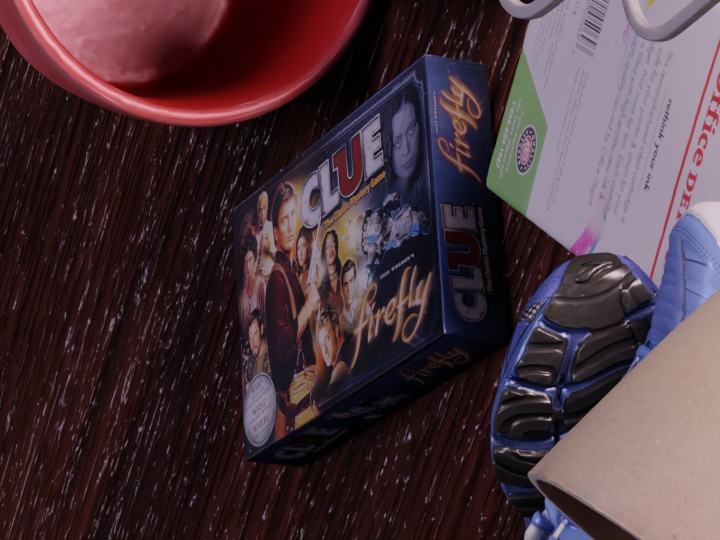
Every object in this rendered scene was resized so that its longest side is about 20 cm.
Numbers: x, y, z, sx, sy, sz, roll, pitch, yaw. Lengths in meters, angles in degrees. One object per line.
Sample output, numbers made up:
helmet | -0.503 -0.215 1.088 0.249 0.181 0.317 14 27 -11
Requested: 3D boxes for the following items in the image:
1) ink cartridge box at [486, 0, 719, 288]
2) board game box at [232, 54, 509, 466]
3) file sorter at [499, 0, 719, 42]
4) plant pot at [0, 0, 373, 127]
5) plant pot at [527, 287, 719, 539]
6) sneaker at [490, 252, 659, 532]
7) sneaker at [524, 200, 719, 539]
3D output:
ink cartridge box | 0.130 -0.048 0.997 0.200 0.067 0.117 44 123 58
board game box | 0.000 0.000 1.269 0.200 0.035 0.136 -36 52 54
file sorter | 0.148 -0.142 0.846 0.139 0.200 0.125 -37 53 54
plant pot | -0.104 -0.165 1.366 0.177 0.200 0.201 172 104 -72
plant pot | 0.181 0.036 0.760 0.200 0.187 0.187 -52 29 -4
sneaker | 0.083 0.060 0.996 0.200 0.075 0.078 87 179 -48
sneaker | 0.099 0.076 0.875 0.076 0.077 0.200 -174 90 -77
